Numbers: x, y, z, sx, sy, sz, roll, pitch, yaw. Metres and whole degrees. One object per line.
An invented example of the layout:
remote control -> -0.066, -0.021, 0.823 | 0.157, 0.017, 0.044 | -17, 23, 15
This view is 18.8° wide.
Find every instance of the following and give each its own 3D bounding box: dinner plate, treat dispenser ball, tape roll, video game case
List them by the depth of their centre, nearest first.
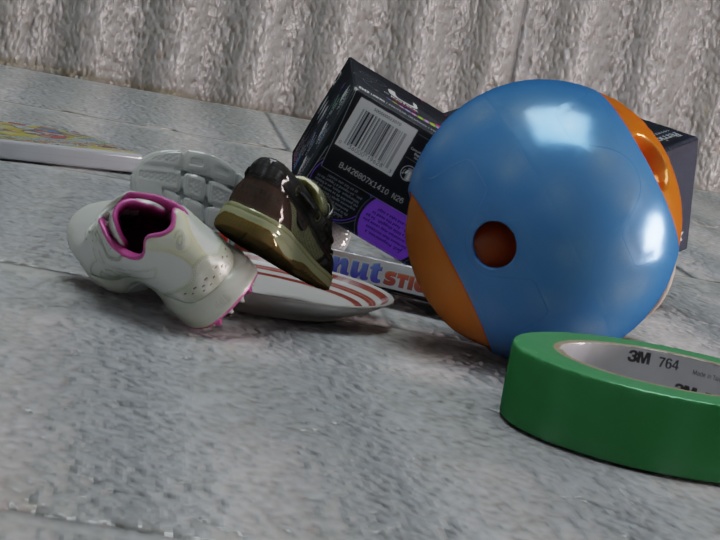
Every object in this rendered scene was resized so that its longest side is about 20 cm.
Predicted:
tape roll -> 0.187, 0.083, 1.345 | 0.198, 0.049, 0.200 | 11, 8, -2
treat dispenser ball -> 0.130, -0.035, 1.551 | 0.199, 0.203, 0.201 | 10, 8, -1
dinner plate -> -0.074, 0.011, 1.604 | 0.198, 0.025, 0.200 | 10, 8, -1
video game case -> -0.359, -0.138, 2.309 | 0.199, 0.023, 0.181 | 5, 10, -37

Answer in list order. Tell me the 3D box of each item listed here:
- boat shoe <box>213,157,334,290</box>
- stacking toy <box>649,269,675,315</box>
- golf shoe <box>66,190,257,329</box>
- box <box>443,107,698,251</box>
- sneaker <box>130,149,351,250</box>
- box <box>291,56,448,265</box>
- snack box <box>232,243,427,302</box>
boat shoe -> -0.046, -0.033, 1.514 | 0.073, 0.065, 0.200 | 27, -2, 10
stacking toy -> 0.144, -0.002, 1.714 | 0.145, 0.148, 0.199 | 16, 25, 36
golf shoe -> -0.150, -0.026, 1.483 | 0.199, 0.075, 0.092 | 18, -26, 50
box -> 0.171, -0.076, 1.989 | 0.199, 0.118, 0.196 | 24, 31, 38
sneaker -> -0.110, -0.048, 1.853 | 0.199, 0.078, 0.082 | 19, -6, -22
box -> 0.017, -0.096, 1.829 | 0.122, 0.107, 0.200 | 31, 10, -8
snack box -> 0.000, 0.000, 1.743 | 0.198, 0.025, 0.072 | 13, -2, 18
